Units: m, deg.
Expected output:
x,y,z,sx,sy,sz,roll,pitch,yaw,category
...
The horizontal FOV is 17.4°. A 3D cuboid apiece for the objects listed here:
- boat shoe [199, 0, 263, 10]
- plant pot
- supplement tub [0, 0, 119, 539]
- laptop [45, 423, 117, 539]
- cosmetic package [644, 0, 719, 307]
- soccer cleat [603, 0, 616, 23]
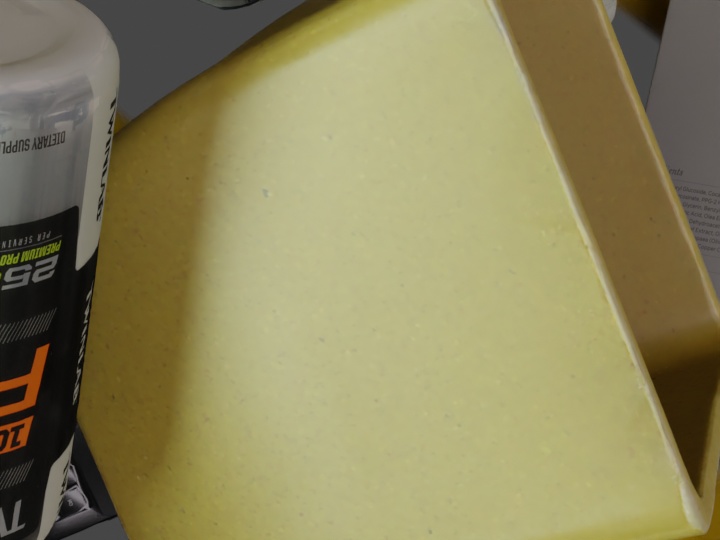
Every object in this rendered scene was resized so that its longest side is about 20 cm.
x,y,z,sx,sy,sz,roll,pitch,yaw,category
-0.109,-0.162,0.863,0.199,0.066,0.072,29,87,2,boat shoe
0.000,0.000,0.809,0.199,0.196,0.195,-20,100,17,plant pot
-0.144,0.014,0.717,0.122,0.123,0.201,0,116,-20,supplement tub
-0.172,0.042,0.832,0.199,0.103,0.178,-22,102,-4,laptop
0.172,-0.054,0.947,0.107,0.084,0.202,12,92,-48,cosmetic package
0.060,-0.108,0.930,0.200,0.069,0.078,-47,111,-14,soccer cleat
